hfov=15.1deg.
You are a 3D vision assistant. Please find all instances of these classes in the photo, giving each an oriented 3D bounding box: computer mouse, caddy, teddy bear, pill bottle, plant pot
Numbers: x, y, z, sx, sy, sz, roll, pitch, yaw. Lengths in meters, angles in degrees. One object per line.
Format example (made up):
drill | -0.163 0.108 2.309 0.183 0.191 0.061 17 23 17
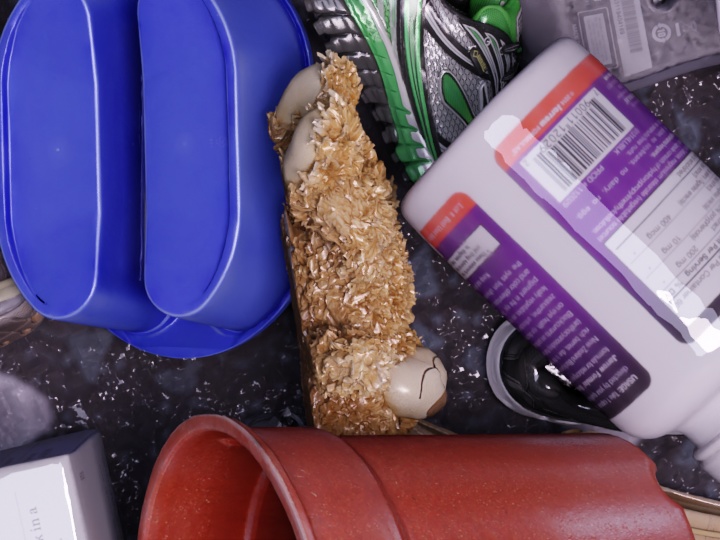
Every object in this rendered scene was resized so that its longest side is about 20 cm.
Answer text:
computer mouse | 0.165 -0.133 1.308 0.199 0.053 0.139 -6 103 7
caddy | -0.094 -0.058 1.291 0.141 0.105 0.201 -1 90 24
teddy bear | 0.000 0.000 1.222 0.067 0.145 0.201 -9 101 -3
pill bottle | 0.124 0.003 1.199 0.200 0.111 0.111 45 90 2
plant pot | 0.031 0.153 1.163 0.195 0.201 0.201 -4 90 -26

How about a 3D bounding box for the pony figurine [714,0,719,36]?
pony figurine | 0.248 -0.099 1.215 0.193 0.167 0.201 -10 94 13

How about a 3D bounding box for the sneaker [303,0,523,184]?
sneaker | 0.049 -0.082 1.279 0.085 0.078 0.200 -27 112 12

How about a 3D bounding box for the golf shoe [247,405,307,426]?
golf shoe | 0.013 0.153 1.314 0.200 0.078 0.095 34 108 1

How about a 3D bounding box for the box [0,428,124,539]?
box | -0.165 0.186 1.241 0.130 0.200 0.199 -13 90 -2

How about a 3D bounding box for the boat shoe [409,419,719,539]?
boat shoe | 0.104 0.106 1.305 0.200 0.071 0.065 24 98 -10

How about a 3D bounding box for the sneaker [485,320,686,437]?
sneaker | 0.161 0.051 1.296 0.199 0.091 0.067 2 91 0

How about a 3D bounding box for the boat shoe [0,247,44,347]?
boat shoe | -0.252 0.024 1.311 0.200 0.075 0.073 -19 79 -8
